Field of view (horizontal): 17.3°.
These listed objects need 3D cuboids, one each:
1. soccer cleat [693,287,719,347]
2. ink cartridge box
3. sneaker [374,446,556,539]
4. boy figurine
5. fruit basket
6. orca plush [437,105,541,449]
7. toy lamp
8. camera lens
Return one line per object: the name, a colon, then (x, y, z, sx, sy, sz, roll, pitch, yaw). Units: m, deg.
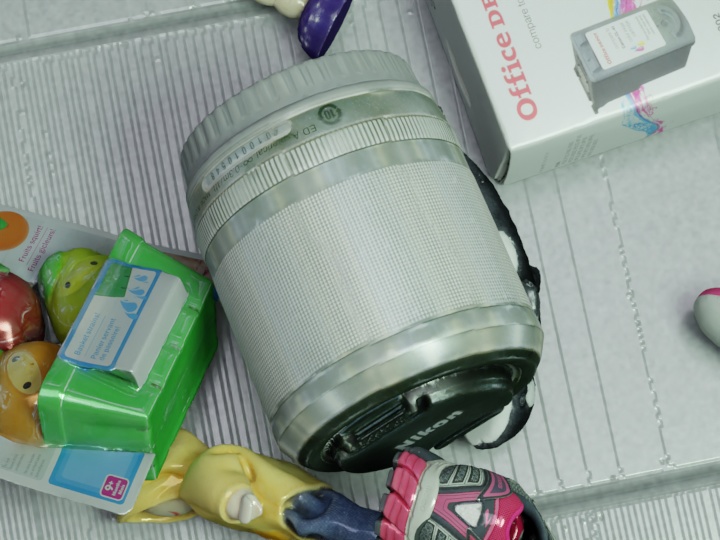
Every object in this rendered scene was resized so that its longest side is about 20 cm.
soccer cleat: (0.282, 0.074, 1.378, 0.199, 0.070, 0.087, 21, 78, 3)
ink cartridge box: (0.153, -0.156, 1.418, 0.199, 0.086, 0.149, -19, 79, -7)
sneaker: (0.074, 0.155, 1.295, 0.074, 0.200, 0.081, 12, 80, 25)
boy figurine: (-0.055, 0.135, 1.336, 0.199, 0.124, 0.065, 13, 86, 20)
fruit basket: (-0.189, 0.036, 1.346, 0.199, 0.094, 0.186, 18, 52, 8)
orca plush: (0.072, 0.004, 1.407, 0.105, 0.071, 0.201, -37, 68, 37)
toy lamp: (-0.102, -0.194, 1.436, 0.199, 0.058, 0.058, 29, 79, 3)
camera lens: (0.000, 0.000, 1.315, 0.159, 0.160, 0.201, -22, 73, -6)
